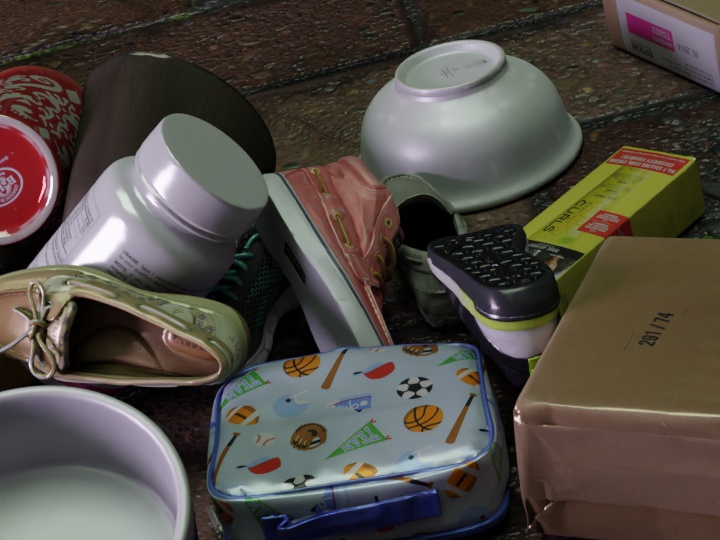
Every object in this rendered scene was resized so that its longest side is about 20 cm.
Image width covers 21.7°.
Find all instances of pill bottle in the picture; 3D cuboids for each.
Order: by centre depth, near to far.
[{"bbox_3d":[-0.161,-0.009,1.350,0.200,0.113,0.114,-47,18,24],"label":"pill bottle"}]

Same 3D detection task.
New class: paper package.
[{"bbox_3d":[0.215,0.074,1.159,0.189,0.104,0.200,3,32,25],"label":"paper package"}]

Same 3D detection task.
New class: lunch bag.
[{"bbox_3d":[-0.005,0.120,1.206,0.198,0.076,0.161,-11,32,4],"label":"lunch bag"}]

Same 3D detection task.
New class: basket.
[{"bbox_3d":[-0.166,-0.055,1.515,0.136,0.180,0.201,-44,22,35],"label":"basket"}]

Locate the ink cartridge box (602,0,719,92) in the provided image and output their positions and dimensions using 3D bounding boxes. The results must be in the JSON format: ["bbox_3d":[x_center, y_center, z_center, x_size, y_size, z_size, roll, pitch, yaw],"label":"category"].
[{"bbox_3d":[0.337,-0.237,1.675,0.164,0.076,0.200,-26,32,-17],"label":"ink cartridge box"}]

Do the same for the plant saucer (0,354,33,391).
[{"bbox_3d":[-0.347,0.089,1.366,0.198,0.049,0.200,-9,-3,11],"label":"plant saucer"}]

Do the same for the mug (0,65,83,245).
[{"bbox_3d":[-0.299,-0.074,1.590,0.132,0.179,0.200,22,11,-6],"label":"mug"}]

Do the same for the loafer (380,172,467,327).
[{"bbox_3d":[0.051,-0.032,1.443,0.069,0.070,0.200,-17,31,-7],"label":"loafer"}]

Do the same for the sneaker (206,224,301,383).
[{"bbox_3d":[-0.094,0.010,1.416,0.077,0.092,0.200,1,32,26],"label":"sneaker"}]

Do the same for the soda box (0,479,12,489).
[{"bbox_3d":[-0.307,0.154,1.287,0.198,0.064,0.070,-4,31,17],"label":"soda box"}]

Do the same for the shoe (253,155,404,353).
[{"bbox_3d":[0.000,0.000,1.359,0.090,0.072,0.201,-18,59,-23],"label":"shoe"}]

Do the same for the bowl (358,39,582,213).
[{"bbox_3d":[0.083,-0.134,1.592,0.199,0.091,0.202,-11,30,6],"label":"bowl"}]

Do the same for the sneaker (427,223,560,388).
[{"bbox_3d":[0.090,0.027,1.263,0.071,0.084,0.200,-12,16,-2],"label":"sneaker"}]

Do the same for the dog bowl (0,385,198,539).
[{"bbox_3d":[-0.196,0.171,1.132,0.198,0.079,0.201,-2,48,2],"label":"dog bowl"}]

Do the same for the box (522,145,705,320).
[{"bbox_3d":[0.172,-0.022,1.397,0.075,0.050,0.200,15,40,43],"label":"box"}]

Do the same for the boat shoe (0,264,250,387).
[{"bbox_3d":[-0.176,0.041,1.272,0.198,0.074,0.063,4,13,9],"label":"boat shoe"}]

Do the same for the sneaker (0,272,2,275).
[{"bbox_3d":[-0.327,0.032,1.451,0.088,0.081,0.200,-21,0,-1],"label":"sneaker"}]
